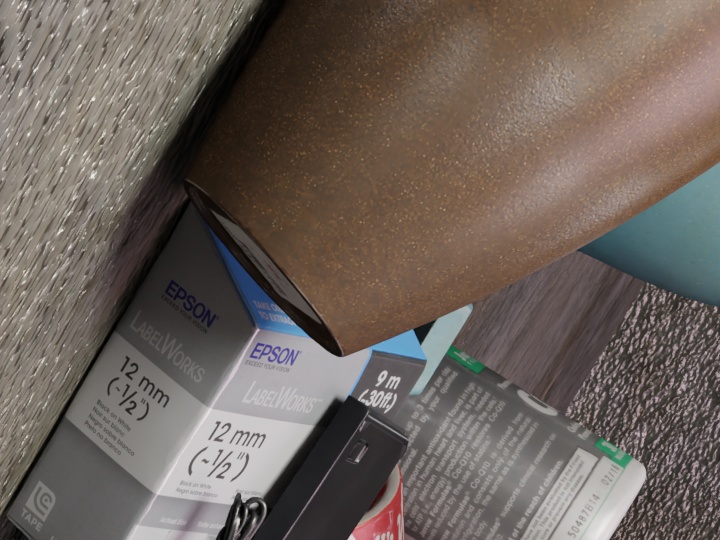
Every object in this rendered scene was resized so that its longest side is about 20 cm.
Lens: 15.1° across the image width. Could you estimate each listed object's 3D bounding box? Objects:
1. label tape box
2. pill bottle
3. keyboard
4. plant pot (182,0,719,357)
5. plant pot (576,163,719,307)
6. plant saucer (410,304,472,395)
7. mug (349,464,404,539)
[{"bbox_3d":[-0.043,0.045,1.166,0.200,0.066,0.143,-57,150,12],"label":"label tape box"},{"bbox_3d":[0.053,0.109,1.565,0.113,0.200,0.113,-57,172,-12],"label":"pill bottle"},{"bbox_3d":[-0.054,0.140,1.156,0.200,0.021,0.127,-57,159,-2],"label":"keyboard"},{"bbox_3d":[0.035,-0.066,1.058,0.200,0.187,0.187,-42,169,-7],"label":"plant pot"},{"bbox_3d":[0.202,-0.066,1.323,0.200,0.188,0.200,-61,180,0],"label":"plant pot"},{"bbox_3d":[0.036,0.010,1.520,0.070,0.019,0.200,-59,-170,15],"label":"plant saucer"},{"bbox_3d":[-0.034,0.206,1.501,0.178,0.133,0.200,-73,167,-58],"label":"mug"}]
